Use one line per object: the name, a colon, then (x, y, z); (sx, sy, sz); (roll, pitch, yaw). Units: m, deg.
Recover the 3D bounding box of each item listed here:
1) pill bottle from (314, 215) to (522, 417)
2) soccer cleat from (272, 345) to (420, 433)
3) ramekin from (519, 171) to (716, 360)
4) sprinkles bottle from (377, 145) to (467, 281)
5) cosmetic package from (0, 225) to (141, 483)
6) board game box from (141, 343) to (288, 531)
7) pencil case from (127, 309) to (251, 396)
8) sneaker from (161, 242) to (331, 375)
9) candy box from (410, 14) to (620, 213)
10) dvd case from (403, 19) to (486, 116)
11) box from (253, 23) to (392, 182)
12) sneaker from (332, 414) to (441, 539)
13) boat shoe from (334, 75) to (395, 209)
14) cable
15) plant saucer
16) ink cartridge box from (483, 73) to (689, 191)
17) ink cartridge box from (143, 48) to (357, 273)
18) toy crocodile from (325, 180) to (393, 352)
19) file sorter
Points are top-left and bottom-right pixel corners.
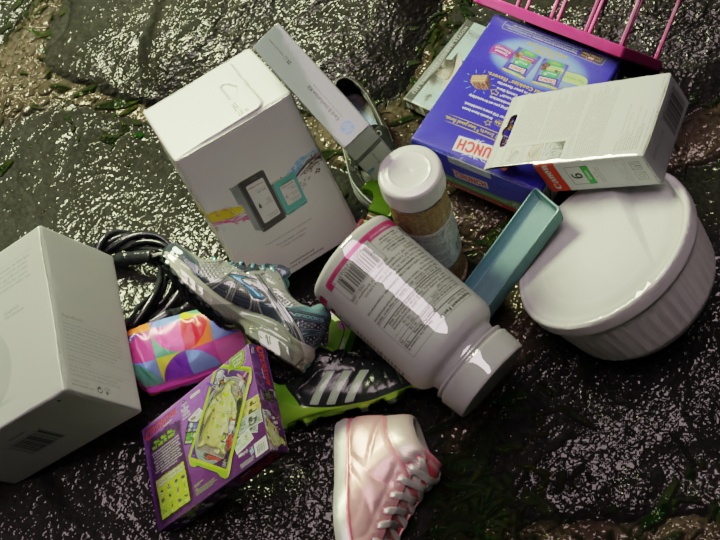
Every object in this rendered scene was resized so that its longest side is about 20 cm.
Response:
pill bottle: (0.060, 0.048, 1.311); (0.200, 0.113, 0.113); (42, 75, 13)
soccer cleat: (-0.015, 0.113, 1.375); (0.199, 0.068, 0.082); (-16, 86, 6)
ramekin: (0.271, 0.001, 1.323); (0.202, 0.094, 0.203); (-32, 35, 26)
sprinkles bottle: (0.070, -0.050, 1.381); (0.068, 0.200, 0.069); (-6, 58, 10)
cosmetic package: (-0.363, 0.095, 1.405); (0.199, 0.123, 0.201); (-29, 60, 23)
board game box: (-0.154, 0.175, 1.331); (0.200, 0.032, 0.121); (-38, 58, 36)
pencil case: (-0.160, 0.080, 1.434); (0.199, 0.089, 0.089); (-16, 56, 6)
sneaker: (-0.119, 0.024, 1.365); (0.199, 0.078, 0.087); (35, 75, 7)
candy box: (0.179, -0.176, 1.482); (0.168, 0.077, 0.200); (26, 67, 23)
dvd case: (0.172, -0.217, 1.567); (0.199, 0.022, 0.146); (29, 70, 28)
box: (-0.028, -0.174, 1.415); (0.041, 0.200, 0.156); (-42, 74, 5)
sneaker: (0.030, 0.230, 1.292); (0.104, 0.075, 0.201); (-12, 52, 13)
boat shoe: (0.009, -0.154, 1.543); (0.069, 0.066, 0.201); (-18, 56, 3)
cable: (-0.302, 0.030, 1.520); (0.199, 0.051, 0.163); (-31, 56, -5)
plant saucer: (0.145, 0.007, 1.376); (0.200, 0.019, 0.070); (-54, 26, 10)
ink cartridge box: (0.237, -0.141, 1.366); (0.199, 0.050, 0.109); (-2, 54, 43)
ink cartridge box: (-0.122, -0.112, 1.450); (0.146, 0.201, 0.147); (-31, 36, -6)
toy crocodile: (0.000, 0.000, 1.423); (0.061, 0.067, 0.201); (20, 91, 14)
file sorter: (0.265, -0.333, 1.517); (0.199, 0.139, 0.126); (27, 104, 27)
